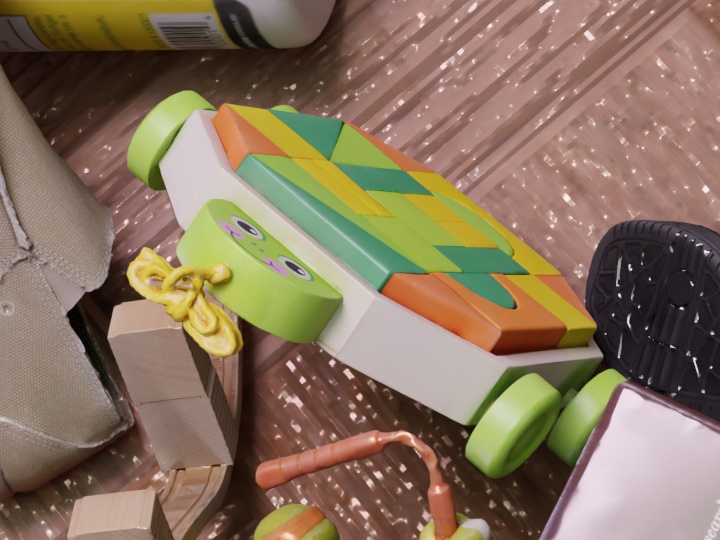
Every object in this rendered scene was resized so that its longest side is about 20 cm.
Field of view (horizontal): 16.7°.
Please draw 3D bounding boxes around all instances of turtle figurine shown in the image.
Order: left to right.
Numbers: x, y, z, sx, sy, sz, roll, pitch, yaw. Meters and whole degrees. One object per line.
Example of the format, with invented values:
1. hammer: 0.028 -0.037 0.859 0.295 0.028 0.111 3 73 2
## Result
1. turtle figurine: 0.014 0.129 0.755 0.161 0.200 0.064 47 46 2

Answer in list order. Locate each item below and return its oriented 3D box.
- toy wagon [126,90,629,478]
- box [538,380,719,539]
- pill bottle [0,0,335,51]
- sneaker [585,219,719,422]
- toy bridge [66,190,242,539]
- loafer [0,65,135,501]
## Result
1. toy wagon: 0.000 0.000 0.741 0.155 0.200 0.040 39 104 20
2. box: 0.155 0.113 0.726 0.200 0.100 0.075 27 83 19
3. pill bottle: -0.112 -0.133 0.847 0.199 0.114 0.115 1 76 13
4. sneaker: 0.166 0.036 0.763 0.200 0.104 0.060 29 110 52
5. toy bridge: -0.058 0.039 0.786 0.027 0.067 0.200 -7 40 12
6. loafer: -0.117 -0.021 0.813 0.068 0.076 0.201 -10 114 -8
